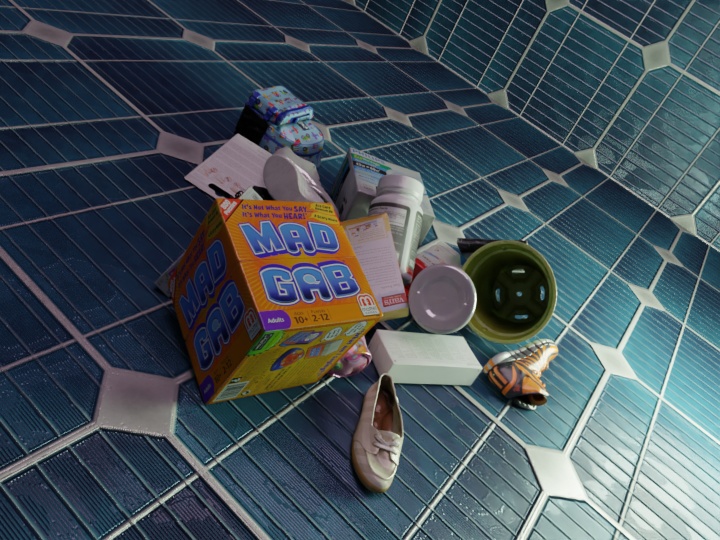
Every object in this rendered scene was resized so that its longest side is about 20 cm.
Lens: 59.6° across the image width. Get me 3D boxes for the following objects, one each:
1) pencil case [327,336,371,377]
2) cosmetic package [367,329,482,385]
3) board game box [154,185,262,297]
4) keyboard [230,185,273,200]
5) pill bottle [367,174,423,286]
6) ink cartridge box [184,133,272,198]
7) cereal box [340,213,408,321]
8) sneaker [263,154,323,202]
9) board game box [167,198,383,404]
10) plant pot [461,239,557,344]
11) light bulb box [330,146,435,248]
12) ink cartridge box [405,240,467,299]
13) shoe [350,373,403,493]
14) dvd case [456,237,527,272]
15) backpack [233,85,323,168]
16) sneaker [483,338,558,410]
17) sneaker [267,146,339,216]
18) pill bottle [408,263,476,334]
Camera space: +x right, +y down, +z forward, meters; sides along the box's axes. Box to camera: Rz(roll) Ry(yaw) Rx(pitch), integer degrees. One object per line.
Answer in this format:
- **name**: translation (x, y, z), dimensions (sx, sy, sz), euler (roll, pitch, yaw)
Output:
- **pencil case**: translation (-0.047, 0.074, 1.040), dimensions (0.086, 0.088, 0.203), euler (3, 54, -36)
- **cosmetic package**: translation (0.114, 0.157, 1.116), dimensions (0.197, 0.051, 0.083), euler (8, 34, -31)
- **board game box**: translation (-0.247, -0.052, 1.043), dimensions (0.034, 0.134, 0.201), euler (45, 28, -13)
- **keyboard**: translation (-0.185, -0.109, 1.229), dimensions (0.125, 0.021, 0.201), euler (8, 34, -28)
- **pill bottle**: translation (0.064, -0.079, 1.261), dimensions (0.112, 0.114, 0.204), euler (16, 75, -18)
- **ink cartridge box**: translation (-0.257, -0.195, 1.349), dimensions (0.159, 0.050, 0.201), euler (32, 50, 5)
- **cereal box**: translation (0.000, 0.000, 1.143), dimensions (0.141, 0.040, 0.203), euler (-10, 62, -1)
- **sneaker**: translation (-0.118, -0.145, 1.270), dimensions (0.201, 0.075, 0.088), euler (51, 12, 11)
- **board game box**: translation (-0.128, 0.041, 0.903), dimensions (0.197, 0.200, 0.202), euler (-3, 57, -41)
- **plant pot**: translation (0.320, 0.047, 1.314), dimensions (0.200, 0.202, 0.184), euler (42, 14, 21)
- **light bulb box**: translation (0.046, -0.156, 1.442), dimensions (0.195, 0.126, 0.202), euler (16, 34, -20)
- **ink cartridge box**: translation (0.161, 0.018, 1.338), dimensions (0.116, 0.068, 0.199), euler (38, 33, 16)
- **shoe**: translation (0.028, 0.234, 0.932), dimensions (0.069, 0.054, 0.201), euler (22, 32, -11)
- **dvd case**: translation (0.299, -0.030, 1.398), dimensions (0.146, 0.016, 0.200), euler (3, -15, 18)
- **backpack**: translation (-0.175, -0.330, 1.508), dimensions (0.199, 0.136, 0.182), euler (41, 34, 15)
- **sneaker**: translation (0.332, 0.206, 1.212), dimensions (0.197, 0.078, 0.113), euler (-13, 53, -34)
- **sneaker**: translation (-0.108, -0.189, 1.360), dimensions (0.200, 0.075, 0.089), euler (47, 41, -13)
- **pill bottle**: translation (0.148, 0.057, 1.160), dimensions (0.119, 0.121, 0.200), euler (33, -1, 7)
